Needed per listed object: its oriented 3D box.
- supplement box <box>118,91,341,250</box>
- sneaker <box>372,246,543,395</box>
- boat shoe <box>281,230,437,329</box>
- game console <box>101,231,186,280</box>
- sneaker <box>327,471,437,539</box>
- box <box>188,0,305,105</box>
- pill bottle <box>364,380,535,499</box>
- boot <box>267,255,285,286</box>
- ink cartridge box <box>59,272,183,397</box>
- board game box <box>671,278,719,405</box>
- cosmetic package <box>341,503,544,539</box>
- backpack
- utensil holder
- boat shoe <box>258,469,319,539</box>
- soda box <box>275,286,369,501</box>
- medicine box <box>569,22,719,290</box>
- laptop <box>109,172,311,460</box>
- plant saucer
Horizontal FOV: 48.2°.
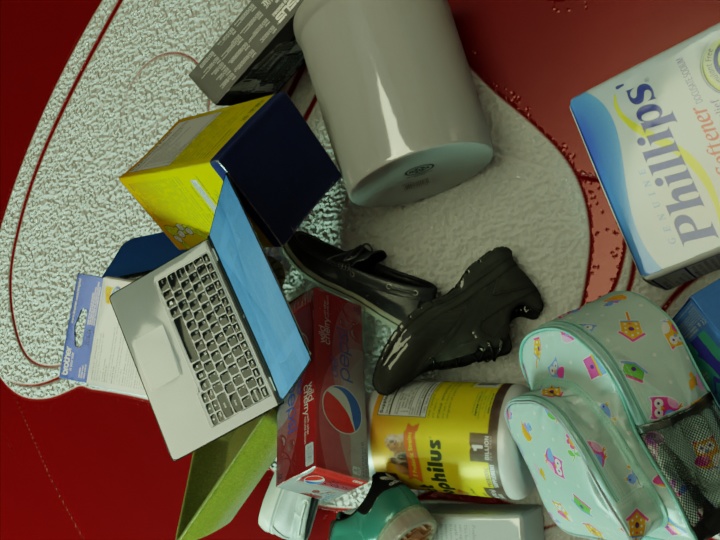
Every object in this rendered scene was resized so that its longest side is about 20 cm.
[{"bbox_3d":[-0.138,-0.096,0.835,0.200,0.110,0.109,1,45,48],"label":"supplement box"},{"bbox_3d":[0.099,0.063,0.798,0.200,0.076,0.091,-39,75,-10],"label":"sneaker"},{"bbox_3d":[0.000,0.000,0.890,0.200,0.075,0.062,30,112,22],"label":"boat shoe"},{"bbox_3d":[-0.193,0.027,0.930,0.199,0.118,0.172,-11,88,10],"label":"game console"},{"bbox_3d":[-0.003,0.286,0.789,0.200,0.071,0.080,-57,45,17],"label":"sneaker"},{"bbox_3d":[-0.088,-0.276,0.923,0.200,0.158,0.050,-44,88,17],"label":"box"},{"bbox_3d":[0.075,0.166,0.811,0.199,0.109,0.110,-3,83,30],"label":"pill bottle"},{"bbox_3d":[-0.170,0.064,0.983,0.200,0.107,0.075,-42,74,-11],"label":"boot"},{"bbox_3d":[-0.212,0.075,0.854,0.199,0.042,0.120,9,90,7],"label":"ink cartridge box"},{"bbox_3d":[0.324,0.117,0.652,0.045,0.152,0.200,-28,68,-9],"label":"board game box"},{"bbox_3d":[0.082,0.291,0.814,0.199,0.071,0.102,-8,81,29],"label":"cosmetic package"},{"bbox_3d":[0.212,0.125,0.678,0.153,0.176,0.201,-17,82,-12],"label":"backpack"},{"bbox_3d":[0.036,-0.188,0.841,0.169,0.170,0.201,-23,75,25],"label":"utensil holder"},{"bbox_3d":[-0.048,0.211,0.907,0.071,0.070,0.202,22,95,12],"label":"boat shoe"},{"bbox_3d":[-0.039,0.120,0.804,0.063,0.070,0.201,-36,43,37],"label":"soda box"},{"bbox_3d":[0.317,-0.105,0.709,0.199,0.103,0.183,-25,73,24],"label":"medicine box"},{"bbox_3d":[-0.150,0.050,0.753,0.199,0.116,0.188,-29,73,8],"label":"laptop"},{"bbox_3d":[-0.129,0.181,0.904,0.048,0.200,0.200,28,110,-16],"label":"plant saucer"}]
